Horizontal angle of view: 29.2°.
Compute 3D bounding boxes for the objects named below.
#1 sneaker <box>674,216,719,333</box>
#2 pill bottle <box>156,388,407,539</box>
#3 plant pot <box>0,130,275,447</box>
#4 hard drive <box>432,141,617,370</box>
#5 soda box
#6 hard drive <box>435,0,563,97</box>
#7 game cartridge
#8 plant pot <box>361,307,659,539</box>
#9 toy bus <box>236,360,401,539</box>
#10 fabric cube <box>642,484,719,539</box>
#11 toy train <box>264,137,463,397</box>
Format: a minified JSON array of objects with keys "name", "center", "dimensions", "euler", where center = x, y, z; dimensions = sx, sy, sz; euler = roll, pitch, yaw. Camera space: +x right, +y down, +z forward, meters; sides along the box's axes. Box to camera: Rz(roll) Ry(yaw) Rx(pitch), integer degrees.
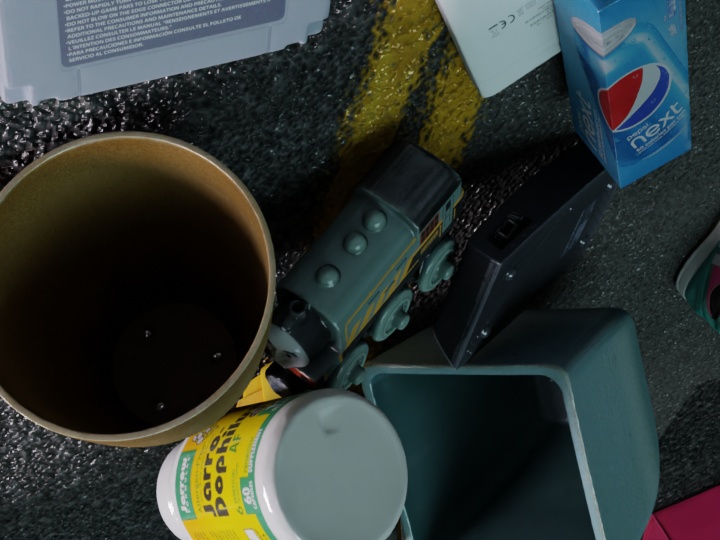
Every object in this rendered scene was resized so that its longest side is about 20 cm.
[{"name":"sneaker","center":[0.373,-0.008,1.266],"dimensions":[0.083,0.121,0.201],"euler":[-9,141,-29]},{"name":"pill bottle","center":[-0.064,0.148,0.960],"dimensions":[0.112,0.114,0.199],"euler":[-5,173,-33]},{"name":"plant pot","center":[-0.135,0.038,0.893],"dimensions":[0.185,0.188,0.200],"euler":[-27,161,-6]},{"name":"hard drive","center":[0.133,-0.021,1.070],"dimensions":[0.200,0.042,0.136],"euler":[-38,157,-39]},{"name":"soda box","center":[0.177,-0.146,0.931],"dimensions":[0.064,0.068,0.201],"euler":[-29,147,-2]},{"name":"hard drive","center":[0.104,-0.206,0.880],"dimensions":[0.131,0.027,0.200],"euler":[-32,147,2]},{"name":"game cartridge","center":[-0.106,-0.166,0.757],"dimensions":[0.198,0.041,0.134],"euler":[-16,148,-22]},{"name":"plant pot","center":[0.151,0.126,1.162],"dimensions":[0.200,0.195,0.198],"euler":[-34,115,-48]},{"name":"toy bus","center":[-0.081,0.178,1.163],"dimensions":[0.190,0.137,0.200],"euler":[-21,148,15]},{"name":"fabric cube","center":[0.505,0.415,1.856],"dimensions":[0.197,0.197,0.201],"euler":[-20,146,-16]},{"name":"toy train","center":[0.000,0.000,0.974],"dimensions":[0.200,0.085,0.114],"euler":[-49,160,-20]}]
